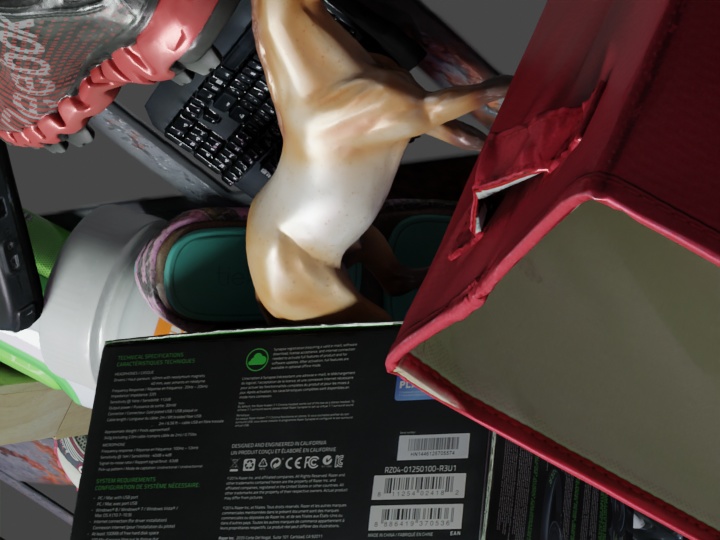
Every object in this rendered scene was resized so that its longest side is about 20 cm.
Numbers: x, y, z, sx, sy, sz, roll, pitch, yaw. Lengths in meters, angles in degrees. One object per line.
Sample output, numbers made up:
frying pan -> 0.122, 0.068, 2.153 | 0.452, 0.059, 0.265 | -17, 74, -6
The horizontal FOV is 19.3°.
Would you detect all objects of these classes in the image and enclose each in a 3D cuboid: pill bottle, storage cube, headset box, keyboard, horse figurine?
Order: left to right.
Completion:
pill bottle -> -0.050, 0.040, 1.031 | 0.198, 0.110, 0.110 | 18, 158, 19
keyboard -> -0.031, -0.059, 0.877 | 0.104, 0.040, 0.200 | 31, 160, -9
horse figurine -> 0.006, -0.028, 0.799 | 0.131, 0.050, 0.201 | 11, 128, -11
headset box -> 0.007, 0.106, 0.865 | 0.172, 0.094, 0.200 | -4, 152, 23
storage cube -> 0.137, -0.028, 0.559 | 0.199, 0.181, 0.171 | 27, 159, -6

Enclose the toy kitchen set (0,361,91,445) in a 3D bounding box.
toy kitchen set -> -0.275, 0.089, 1.227 | 0.163, 0.181, 0.199 | 40, -156, 27

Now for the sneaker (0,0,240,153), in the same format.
sneaker -> -0.119, -0.105, 0.827 | 0.098, 0.071, 0.200 | 34, 156, -20

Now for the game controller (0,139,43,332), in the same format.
game controller -> -0.202, -0.061, 0.986 | 0.104, 0.042, 0.201 | 32, 142, 39

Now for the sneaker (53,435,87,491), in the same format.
sneaker -> -0.097, 0.117, 1.327 | 0.198, 0.081, 0.075 | 14, 143, 11

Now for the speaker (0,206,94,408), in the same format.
speaker -> -0.201, 0.001, 1.152 | 0.199, 0.089, 0.088 | 27, 159, -3

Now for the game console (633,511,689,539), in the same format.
game console -> 0.093, 0.180, 1.182 | 0.172, 0.119, 0.200 | 34, 157, -20

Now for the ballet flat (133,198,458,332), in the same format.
ballet flat -> 0.000, 0.000, 0.906 | 0.198, 0.070, 0.071 | 3, -170, -15
